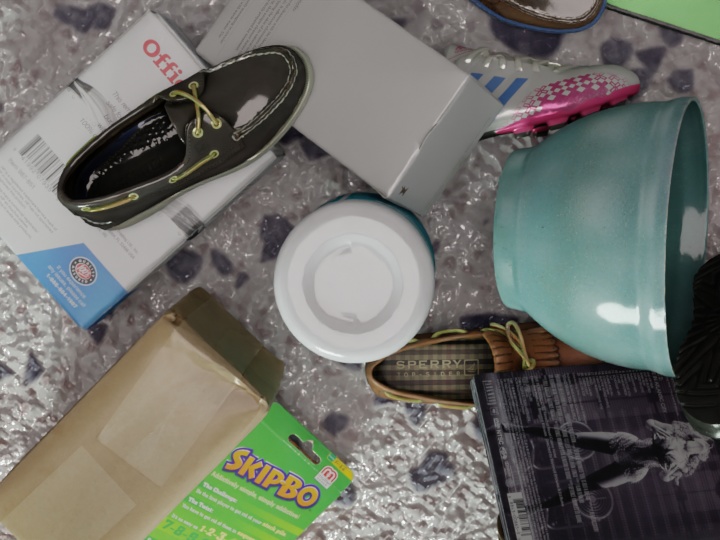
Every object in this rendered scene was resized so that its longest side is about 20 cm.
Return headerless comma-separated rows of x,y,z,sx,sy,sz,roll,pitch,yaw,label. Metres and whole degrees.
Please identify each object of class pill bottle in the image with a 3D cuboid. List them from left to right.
0.000,0.000,1.193,0.110,0.200,0.112,0,95,3,pill bottle

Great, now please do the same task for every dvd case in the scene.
0.190,0.135,1.194,0.199,0.016,0.149,-5,59,-11,dvd case

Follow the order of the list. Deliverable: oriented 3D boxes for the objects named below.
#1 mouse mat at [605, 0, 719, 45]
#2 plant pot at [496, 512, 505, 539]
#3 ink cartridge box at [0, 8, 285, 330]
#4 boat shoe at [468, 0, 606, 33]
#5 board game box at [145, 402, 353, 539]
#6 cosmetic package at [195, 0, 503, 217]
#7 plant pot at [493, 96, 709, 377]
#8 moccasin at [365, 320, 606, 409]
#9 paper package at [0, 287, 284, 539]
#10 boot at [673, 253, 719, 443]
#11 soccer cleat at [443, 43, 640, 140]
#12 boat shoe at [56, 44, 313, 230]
0.292,-0.251,1.256,0.199,0.008,0.162,18,95,2,mouse mat
0.193,0.282,1.233,0.186,0.187,0.201,1,109,2,plant pot
-0.177,-0.077,1.252,0.200,0.084,0.145,-41,91,5,ink cartridge box
0.093,-0.234,1.232,0.199,0.072,0.073,24,96,0,boat shoe
-0.105,0.198,1.293,0.096,0.030,0.200,43,98,-14,board game box
-0.009,-0.141,1.203,0.200,0.085,0.108,40,97,22,cosmetic package
0.173,-0.028,1.198,0.133,0.200,0.202,4,95,20,plant pot
0.104,0.071,1.255,0.200,0.078,0.074,4,94,2,moccasin
-0.159,0.120,1.214,0.103,0.191,0.200,44,95,-3,paper package
0.293,0.093,1.155,0.079,0.211,0.158,-19,114,28,boot
0.109,-0.138,1.242,0.199,0.070,0.087,-15,90,3,soccer cleat
-0.124,-0.096,1.162,0.201,0.061,0.072,-34,75,10,boat shoe
